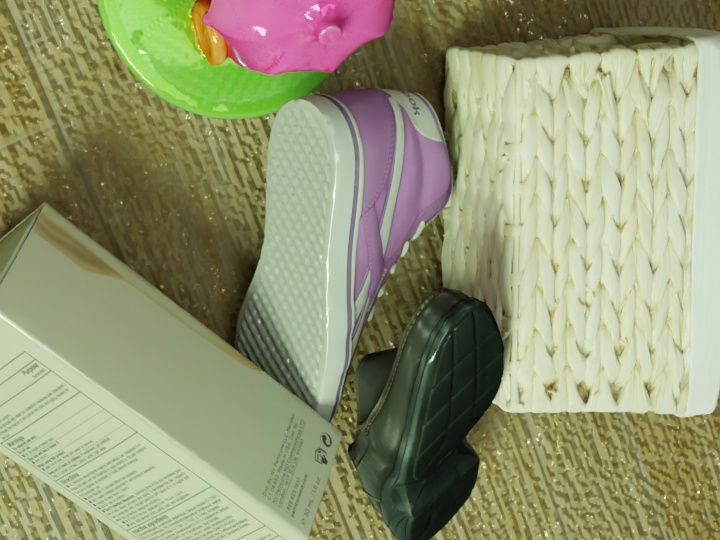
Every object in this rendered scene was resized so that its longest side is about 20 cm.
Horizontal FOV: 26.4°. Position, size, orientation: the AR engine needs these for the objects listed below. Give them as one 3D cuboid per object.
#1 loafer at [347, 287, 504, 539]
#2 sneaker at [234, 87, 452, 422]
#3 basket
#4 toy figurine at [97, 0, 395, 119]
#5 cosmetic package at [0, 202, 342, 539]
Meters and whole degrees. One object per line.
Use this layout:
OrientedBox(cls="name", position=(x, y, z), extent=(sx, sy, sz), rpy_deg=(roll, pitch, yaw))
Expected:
OrientedBox(cls="loafer", position=(0.023, 0.070, 0.792), extent=(0.073, 0.072, 0.201), rpy_deg=(-36, 154, -30))
OrientedBox(cls="sneaker", position=(0.001, 0.000, 0.829), extent=(0.114, 0.072, 0.203), rpy_deg=(-15, 126, -45))
OrientedBox(cls="basket", position=(0.116, -0.030, 0.832), extent=(0.122, 0.135, 0.203), rpy_deg=(-2, 101, -15))
OrientedBox(cls="toy figurine", position=(-0.045, -0.166, 0.721), extent=(0.149, 0.184, 0.202), rpy_deg=(-19, 105, -15))
OrientedBox(cls="cosmetic package", position=(-0.118, 0.068, 0.772), extent=(0.200, 0.105, 0.072), rpy_deg=(41, 45, -22))
